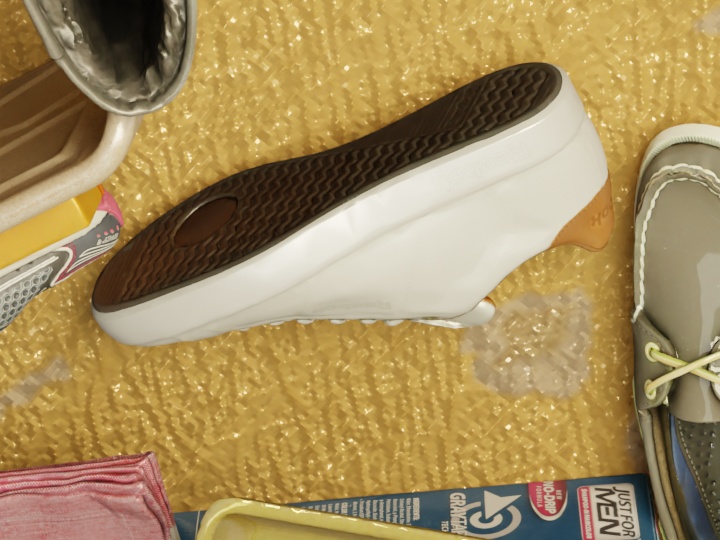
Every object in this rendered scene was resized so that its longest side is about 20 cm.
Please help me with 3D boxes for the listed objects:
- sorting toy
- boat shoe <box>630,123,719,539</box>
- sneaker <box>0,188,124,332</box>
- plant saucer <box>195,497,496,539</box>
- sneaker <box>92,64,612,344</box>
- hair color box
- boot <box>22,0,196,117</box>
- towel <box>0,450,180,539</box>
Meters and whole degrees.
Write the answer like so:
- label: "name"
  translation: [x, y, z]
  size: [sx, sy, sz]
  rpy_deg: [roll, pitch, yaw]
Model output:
- label: "sorting toy"
  translation: [-0.142, -0.025, 0.969]
  size: [0.199, 0.185, 0.037]
  rpy_deg: [-30, 106, 14]
- label: "boat shoe"
  translation: [0.138, 0.043, 1.055]
  size: [0.072, 0.060, 0.203]
  rpy_deg: [1, 121, 26]
- label: "sneaker"
  translation: [-0.170, 0.035, 1.032]
  size: [0.200, 0.081, 0.075]
  rpy_deg: [-37, 111, -5]
- label: "plant saucer"
  translation: [0.012, 0.176, 1.063]
  size: [0.199, 0.048, 0.201]
  rpy_deg: [11, 112, -14]
- label: "sneaker"
  translation: [0.000, 0.000, 1.034]
  size: [0.199, 0.073, 0.085]
  rpy_deg: [-20, 121, 15]
- label: "hair color box"
  translation: [0.023, 0.146, 1.122]
  size: [0.199, 0.061, 0.100]
  rpy_deg: [-5, 117, 3]
- label: "boot"
  translation: [-0.099, -0.164, 0.891]
  size: [0.072, 0.200, 0.182]
  rpy_deg: [-19, 115, 9]
- label: "towel"
  translation: [-0.123, 0.167, 1.095]
  size: [0.143, 0.023, 0.201]
  rpy_deg: [-9, 117, 13]
